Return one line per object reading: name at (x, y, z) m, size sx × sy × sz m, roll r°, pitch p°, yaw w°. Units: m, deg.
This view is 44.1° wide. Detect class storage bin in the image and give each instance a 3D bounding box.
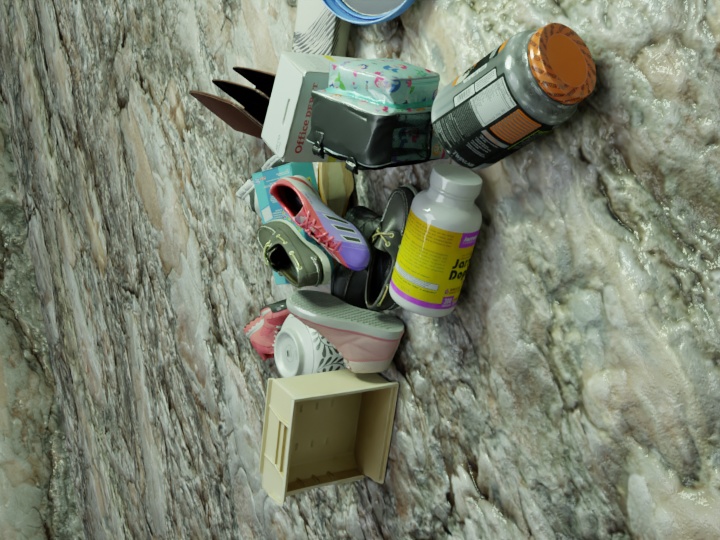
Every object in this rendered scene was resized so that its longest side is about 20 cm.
storage bin at (-0.055, 0.270, 1.452) m, size 0.093 × 0.197 × 0.202 m, roll 28°, pitch 116°, yaw 51°

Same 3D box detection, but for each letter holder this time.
letter holder at (-0.210, -0.322, 1.637) m, size 0.199 × 0.142 × 0.102 m, roll 25°, pitch 84°, yaw 51°

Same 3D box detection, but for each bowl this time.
bowl at (0.017, -0.474, 1.344) m, size 0.198 × 0.039 × 0.204 m, roll 3°, pitch 97°, yaw 29°
bowl at (-0.094, 0.146, 1.588) m, size 0.200 × 0.093 × 0.205 m, roll 11°, pitch 103°, yaw 54°

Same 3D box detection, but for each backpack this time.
backpack at (0.041, -0.220, 1.262) m, size 0.176 × 0.198 × 0.153 m, roll 26°, pitch 111°, yaw 41°

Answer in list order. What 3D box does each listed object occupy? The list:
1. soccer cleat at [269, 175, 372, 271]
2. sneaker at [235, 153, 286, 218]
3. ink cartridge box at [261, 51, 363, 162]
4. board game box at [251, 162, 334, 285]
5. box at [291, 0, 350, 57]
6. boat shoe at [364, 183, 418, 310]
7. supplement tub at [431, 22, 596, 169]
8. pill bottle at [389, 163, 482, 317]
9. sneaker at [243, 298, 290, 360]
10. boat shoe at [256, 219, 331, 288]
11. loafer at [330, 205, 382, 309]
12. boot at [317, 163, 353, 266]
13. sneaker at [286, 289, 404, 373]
soccer cleat at (-0.064, -0.071, 1.394) m, size 0.200 × 0.073 × 0.068 m, roll 47°, pitch 117°, yaw 16°
sneaker at (-0.154, -0.173, 1.677) m, size 0.080 × 0.074 × 0.200 m, roll 50°, pitch 134°, yaw -1°
ink cartridge box at (-0.039, -0.250, 1.373) m, size 0.083 × 0.197 × 0.147 m, roll 46°, pitch 129°, yaw 42°
board game box at (-0.116, -0.080, 1.531) m, size 0.150 × 0.046 × 0.204 m, roll -2°, pitch 101°, yaw 59°
box at (-0.063, -0.402, 1.475) m, size 0.081 × 0.068 × 0.203 m, roll 17°, pitch 115°, yaw 20°
boat shoe at (0.049, -0.033, 1.389) m, size 0.071 × 0.060 × 0.205 m, roll 26°, pitch 114°, yaw 47°
supplement tub at (0.190, -0.217, 1.115) m, size 0.199 × 0.121 × 0.125 m, roll -27°, pitch 72°, yaw 52°
pill bottle at (0.111, -0.043, 1.262) m, size 0.104 × 0.103 × 0.203 m, roll 42°, pitch 127°, yaw 44°
sneaker at (-0.158, 0.114, 1.711) m, size 0.088 × 0.073 × 0.200 m, roll 65°, pitch 148°, yaw 11°
boat shoe at (-0.124, -0.029, 1.462) m, size 0.201 × 0.060 × 0.073 m, roll 35°, pitch 131°, yaw 47°
loafer at (0.000, 0.000, 1.459) m, size 0.072 × 0.072 × 0.203 m, roll 24°, pitch 115°, yaw 46°
boot at (-0.071, -0.106, 1.547) m, size 0.143 × 0.070 × 0.205 m, roll -12°, pitch 88°, yaw 54°
sneaker at (-0.033, 0.107, 1.443) m, size 0.197 × 0.076 × 0.106 m, roll 17°, pitch 120°, yaw 7°
